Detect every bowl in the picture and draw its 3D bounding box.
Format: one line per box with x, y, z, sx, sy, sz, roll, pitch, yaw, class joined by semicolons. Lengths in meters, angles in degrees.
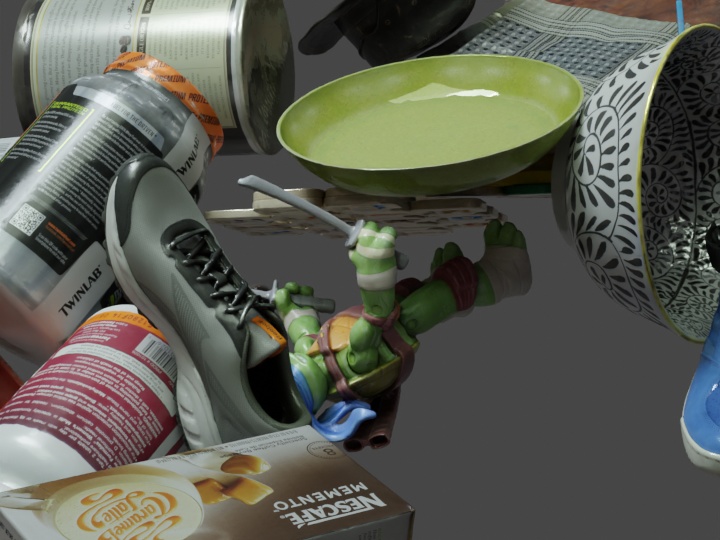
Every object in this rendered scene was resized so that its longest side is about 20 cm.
0.183;-0.055;1.148;0.093;0.202;0.201;2;32;34;bowl

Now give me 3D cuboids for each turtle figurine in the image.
0.000;0.000;1.141;0.193;0.145;0.200;-19;55;-37;turtle figurine

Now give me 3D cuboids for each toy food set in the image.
0.087;-0.075;1.264;0.198;0.049;0.198;1;2;24;toy food set

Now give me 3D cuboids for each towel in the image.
0.156;-0.185;1.522;0.199;0.035;0.192;16;40;39;towel

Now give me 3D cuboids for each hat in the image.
0.044;-0.229;1.554;0.200;0.081;0.201;-39;-4;-4;hat

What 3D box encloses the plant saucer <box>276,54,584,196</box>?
0.046;-0.091;1.144;0.198;0.031;0.200;-8;25;4;plant saucer

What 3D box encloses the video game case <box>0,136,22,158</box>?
-0.386;-0.049;1.482;0.180;0.024;0.201;-4;32;11;video game case

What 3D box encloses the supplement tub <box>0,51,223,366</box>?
-0.187;-0.045;1.199;0.122;0.123;0.201;17;59;38;supplement tub

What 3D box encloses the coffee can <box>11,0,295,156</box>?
-0.169;-0.165;1.482;0.198;0.148;0.147;-1;32;15;coffee can

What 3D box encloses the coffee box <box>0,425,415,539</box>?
-0.085;0.156;0.941;0.198;0.081;0.114;-9;26;-32;coffee box

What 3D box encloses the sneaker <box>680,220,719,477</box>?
0.235;0.028;1.069;0.076;0.112;0.200;5;34;25;sneaker

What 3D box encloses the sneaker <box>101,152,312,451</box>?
-0.085;0.021;1.050;0.079;0.202;0.074;-23;3;40;sneaker

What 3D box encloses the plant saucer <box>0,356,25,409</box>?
-0.326;0.104;1.163;0.199;0.037;0.199;-26;34;-22;plant saucer

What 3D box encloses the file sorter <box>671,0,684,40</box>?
0.326;-0.128;1.275;0.198;0.140;0.123;-4;28;11;file sorter

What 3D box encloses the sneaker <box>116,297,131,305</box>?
-0.161;0.025;1.265;0.075;0.071;0.200;-37;32;-4;sneaker

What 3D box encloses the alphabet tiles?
-0.001;-0.039;1.238;0.193;0.015;0.200;-2;-6;15;alphabet tiles

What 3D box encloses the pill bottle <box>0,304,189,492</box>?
-0.171;0.117;1.054;0.109;0.111;0.200;6;34;26;pill bottle
